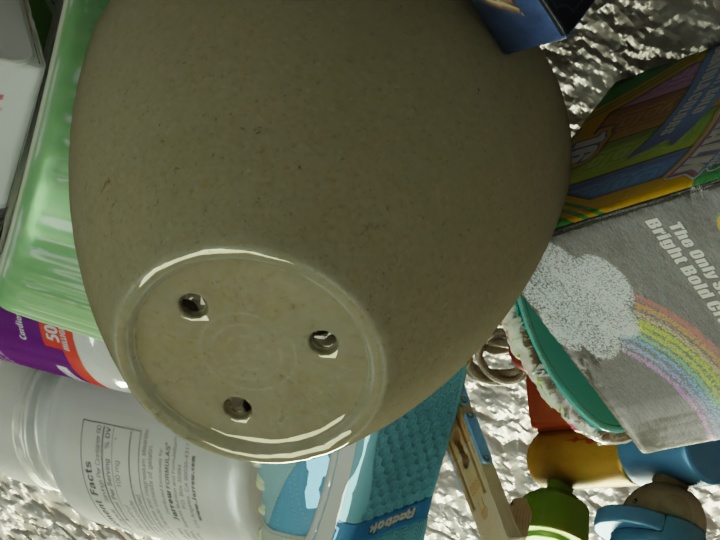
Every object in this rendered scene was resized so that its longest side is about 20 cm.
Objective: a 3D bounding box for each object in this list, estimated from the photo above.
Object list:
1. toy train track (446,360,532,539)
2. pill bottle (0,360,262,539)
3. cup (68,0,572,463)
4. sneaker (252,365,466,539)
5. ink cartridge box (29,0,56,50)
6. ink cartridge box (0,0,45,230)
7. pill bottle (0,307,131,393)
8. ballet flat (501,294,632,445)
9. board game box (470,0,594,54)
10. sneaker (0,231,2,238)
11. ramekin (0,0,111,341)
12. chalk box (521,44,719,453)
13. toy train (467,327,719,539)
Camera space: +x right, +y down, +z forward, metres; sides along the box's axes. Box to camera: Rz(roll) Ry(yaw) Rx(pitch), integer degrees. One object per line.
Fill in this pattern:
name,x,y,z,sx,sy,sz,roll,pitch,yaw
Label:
toy train track,0.048,0.050,1.256,0.115,0.032,0.200,116,145,-45
pill bottle,-0.108,0.090,1.459,0.200,0.114,0.115,9,136,36
cup,-0.027,-0.012,0.998,0.200,0.143,0.201,6,128,8
sneaker,-0.031,0.086,1.259,0.130,0.079,0.200,34,116,33
ink cartridge box,-0.164,-0.118,1.307,0.200,0.076,0.148,6,134,40
ink cartridge box,-0.236,-0.039,1.171,0.145,0.084,0.200,7,124,-21
pill bottle,-0.178,-0.006,1.415,0.200,0.113,0.113,12,137,33
ballet flat,0.078,-0.013,1.184,0.064,0.075,0.200,121,126,-74
board game box,0.044,-0.201,0.973,0.035,0.136,0.200,-10,124,46
sneaker,-0.215,-0.057,1.282,0.200,0.085,0.077,33,143,3
ramekin,-0.100,-0.060,1.187,0.097,0.200,0.200,13,146,-10
chalk box,0.178,-0.021,1.070,0.200,0.124,0.125,-16,118,49
toy train,0.095,0.083,1.249,0.085,0.116,0.200,32,153,-36
